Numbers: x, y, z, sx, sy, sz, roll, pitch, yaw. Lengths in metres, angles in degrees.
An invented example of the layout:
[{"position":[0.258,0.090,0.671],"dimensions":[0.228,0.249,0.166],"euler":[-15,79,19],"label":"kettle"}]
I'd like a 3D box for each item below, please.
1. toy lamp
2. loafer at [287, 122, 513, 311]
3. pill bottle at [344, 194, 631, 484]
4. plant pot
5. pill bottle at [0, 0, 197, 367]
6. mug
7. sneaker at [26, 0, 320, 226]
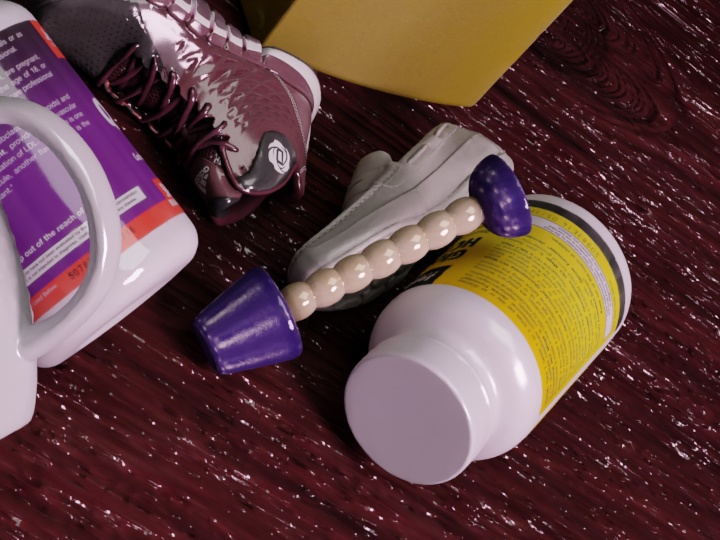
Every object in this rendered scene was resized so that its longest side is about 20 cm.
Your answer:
[{"position":[0.000,0.000,1.093],"dimensions":[0.199,0.058,0.058],"euler":[-25,79,-13],"label":"toy lamp"},{"position":[0.016,-0.037,1.197],"dimensions":[0.070,0.070,0.200],"euler":[39,42,17],"label":"loafer"},{"position":[0.075,0.042,1.156],"dimensions":[0.113,0.112,0.200],"euler":[52,41,-2],"label":"pill bottle"},{"position":[0.015,-0.235,1.243],"dimensions":[0.175,0.200,0.201],"euler":[-6,67,-32],"label":"plant pot"},{"position":[-0.181,-0.057,0.987],"dimensions":[0.200,0.112,0.112],"euler":[53,41,-1],"label":"pill bottle"},{"position":[-0.203,-0.002,0.869],"dimensions":[0.176,0.199,0.148],"euler":[65,11,-3],"label":"mug"},{"position":[-0.102,-0.092,1.115],"dimensions":[0.199,0.076,0.116],"euler":[19,54,-34],"label":"sneaker"}]
